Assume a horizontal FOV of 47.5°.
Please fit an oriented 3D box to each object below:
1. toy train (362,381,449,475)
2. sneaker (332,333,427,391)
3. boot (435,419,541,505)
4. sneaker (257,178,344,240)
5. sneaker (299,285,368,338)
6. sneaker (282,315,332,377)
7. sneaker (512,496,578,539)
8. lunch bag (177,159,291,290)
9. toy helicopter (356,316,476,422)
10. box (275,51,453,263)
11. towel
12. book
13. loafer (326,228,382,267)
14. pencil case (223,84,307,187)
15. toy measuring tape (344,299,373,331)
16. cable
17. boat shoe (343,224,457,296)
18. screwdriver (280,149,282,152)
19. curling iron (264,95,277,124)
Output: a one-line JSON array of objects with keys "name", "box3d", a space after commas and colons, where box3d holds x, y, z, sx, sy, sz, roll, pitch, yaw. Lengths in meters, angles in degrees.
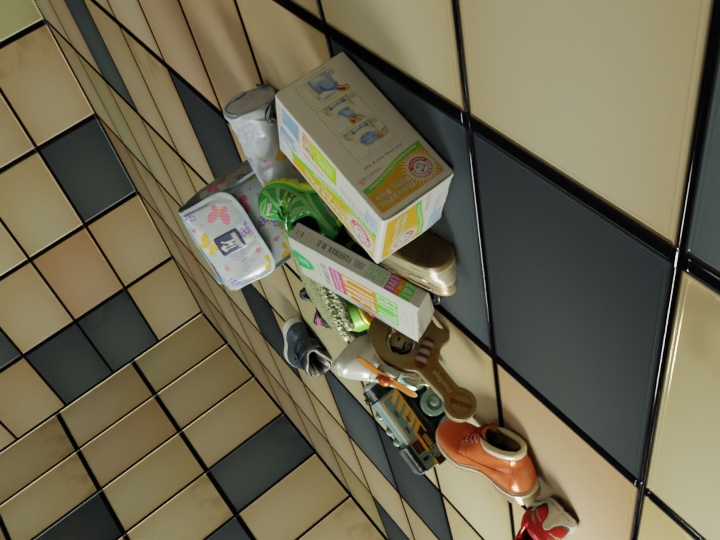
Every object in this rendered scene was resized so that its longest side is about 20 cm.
[{"name": "toy train", "box3d": [0.091, 0.248, 1.392, 0.201, 0.113, 0.085, 54, 163, 4]}, {"name": "sneaker", "box3d": [0.050, 0.149, 1.232, 0.089, 0.198, 0.076, 52, 123, 36]}, {"name": "boot", "box3d": [0.185, 0.260, 1.241, 0.199, 0.075, 0.108, 24, 143, 46]}, {"name": "sneaker", "box3d": [-0.093, -0.083, 1.183, 0.074, 0.084, 0.199, 35, 163, -37]}, {"name": "sneaker", "box3d": [-0.042, 0.088, 1.514, 0.200, 0.083, 0.077, 45, 162, 33]}, {"name": "sneaker", "box3d": [-0.130, 0.225, 2.046, 0.146, 0.076, 0.203, 48, 162, 31]}, {"name": "sneaker", "box3d": [0.264, 0.401, 1.249, 0.077, 0.085, 0.201, 48, 162, 23]}, {"name": "lunch bag", "box3d": [-0.185, -0.083, 1.382, 0.171, 0.199, 0.127, 62, 163, -21]}, {"name": "toy helicopter", "box3d": [0.084, 0.138, 1.165, 0.200, 0.132, 0.079, 49, 162, 21]}, {"name": "box", "box3d": [0.001, -0.127, 0.937, 0.200, 0.101, 0.113, 50, 163, 18]}, {"name": "towel", "box3d": [-0.072, 0.008, 1.310, 0.148, 0.036, 0.202, 37, 150, 65]}, {"name": "book", "box3d": [0.002, 0.012, 1.113, 0.199, 0.048, 0.134, 28, 165, 16]}, {"name": "loafer", "box3d": [0.000, 0.000, 1.266, 0.200, 0.072, 0.073, 52, 176, 46]}, {"name": "pencil case", "box3d": [-0.137, -0.180, 1.258, 0.090, 0.083, 0.201, 8, 136, 39]}, {"name": "toy measuring tape", "box3d": [0.015, 0.098, 1.390, 0.201, 0.073, 0.073, 60, 163, -20]}, {"name": "cable", "box3d": [0.049, -0.028, 1.146, 0.199, 0.050, 0.098, 26, 136, 38]}, {"name": "boat shoe", "box3d": [0.047, -0.026, 1.059, 0.200, 0.071, 0.065, 37, 155, 45]}, {"name": "screwdriver", "box3d": [-0.047, -0.131, 1.129, 0.199, 0.029, 0.028, 25, 153, 31]}, {"name": "curling iron", "box3d": [-0.079, -0.165, 1.196, 0.025, 0.050, 0.201, -5, 121, 54]}]
